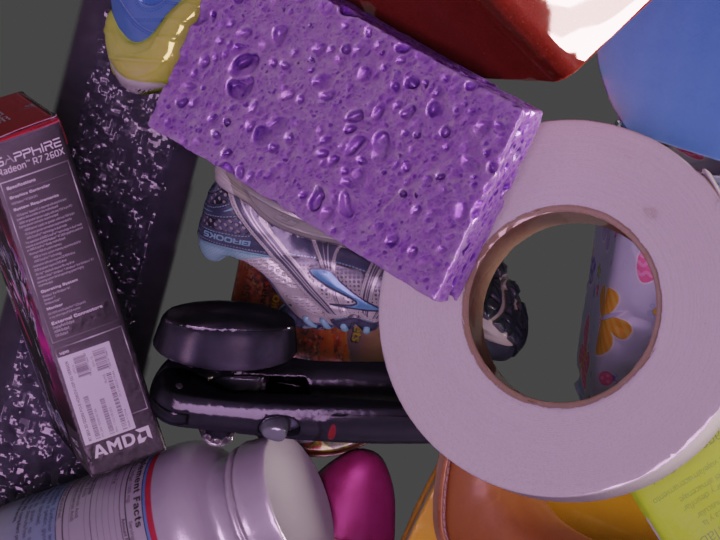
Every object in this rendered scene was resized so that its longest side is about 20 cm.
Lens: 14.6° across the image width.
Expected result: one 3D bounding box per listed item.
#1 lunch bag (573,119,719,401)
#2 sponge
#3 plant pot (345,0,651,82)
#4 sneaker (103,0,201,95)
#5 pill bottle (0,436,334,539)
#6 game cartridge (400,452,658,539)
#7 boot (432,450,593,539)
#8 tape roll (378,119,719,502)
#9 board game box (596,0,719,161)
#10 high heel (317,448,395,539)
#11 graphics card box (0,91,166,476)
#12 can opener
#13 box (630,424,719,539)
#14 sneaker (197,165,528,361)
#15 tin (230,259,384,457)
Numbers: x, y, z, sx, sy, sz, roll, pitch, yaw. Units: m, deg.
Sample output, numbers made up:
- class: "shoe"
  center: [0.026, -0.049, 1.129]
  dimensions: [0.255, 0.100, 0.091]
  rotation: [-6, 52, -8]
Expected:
- class: "lunch bag"
  center: [0.230, 0.016, 1.569]
  dimensions: [0.199, 0.127, 0.170]
  rotation: [7, 109, -4]
- class: "sponge"
  center: [-0.010, -0.079, 1.488]
  dimensions: [0.200, 0.030, 0.112]
  rotation: [31, 104, 23]
- class: "plant pot"
  center: [0.071, -0.207, 1.460]
  dimensions: [0.200, 0.200, 0.176]
  rotation: [-43, 112, -16]
- class: "sneaker"
  center: [-0.055, -0.170, 1.561]
  dimensions: [0.199, 0.076, 0.105]
  rotation: [-17, 100, 6]
- class: "pill bottle"
  center: [-0.121, 0.162, 1.619]
  dimensions: [0.199, 0.109, 0.109]
  rotation: [-20, 104, 21]
- class: "game cartridge"
  center: [0.121, 0.186, 1.672]
  dimensions: [0.199, 0.032, 0.177]
  rotation: [24, 105, -6]
- class: "boot"
  center: [0.120, 0.166, 1.560]
  dimensions: [0.155, 0.076, 0.201]
  rotation: [-8, 84, 46]
- class: "tape roll"
  center: [0.110, 0.021, 1.478]
  dimensions: [0.202, 0.037, 0.204]
  rotation: [-3, 79, 15]
- class: "board game box"
  center: [0.224, -0.115, 1.535]
  dimensions: [0.199, 0.039, 0.159]
  rotation: [17, 66, 1]
- class: "high heel"
  center: [-0.024, 0.205, 1.638]
  dimensions: [0.067, 0.096, 0.201]
  rotation: [14, 114, -3]
- class: "graphics card box"
  center: [-0.171, 0.006, 1.588]
  dimensions: [0.051, 0.125, 0.201]
  rotation: [-21, 105, -12]
- class: "can opener"
  center: [-0.019, 0.070, 1.556]
  dimensions: [0.199, 0.064, 0.079]
  rotation: [10, 143, -8]
- class: "box"
  center: [0.223, 0.134, 1.476]
  dimensions: [0.122, 0.048, 0.200]
  rotation: [-33, 78, 9]
- class: "sneaker"
  center: [0.000, 0.000, 1.577]
  dimensions: [0.200, 0.078, 0.086]
  rotation: [31, 117, 2]
- class: "tin"
  center: [-0.015, 0.009, 1.627]
  dimensions: [0.111, 0.042, 0.201]
  rotation: [14, 105, 4]
